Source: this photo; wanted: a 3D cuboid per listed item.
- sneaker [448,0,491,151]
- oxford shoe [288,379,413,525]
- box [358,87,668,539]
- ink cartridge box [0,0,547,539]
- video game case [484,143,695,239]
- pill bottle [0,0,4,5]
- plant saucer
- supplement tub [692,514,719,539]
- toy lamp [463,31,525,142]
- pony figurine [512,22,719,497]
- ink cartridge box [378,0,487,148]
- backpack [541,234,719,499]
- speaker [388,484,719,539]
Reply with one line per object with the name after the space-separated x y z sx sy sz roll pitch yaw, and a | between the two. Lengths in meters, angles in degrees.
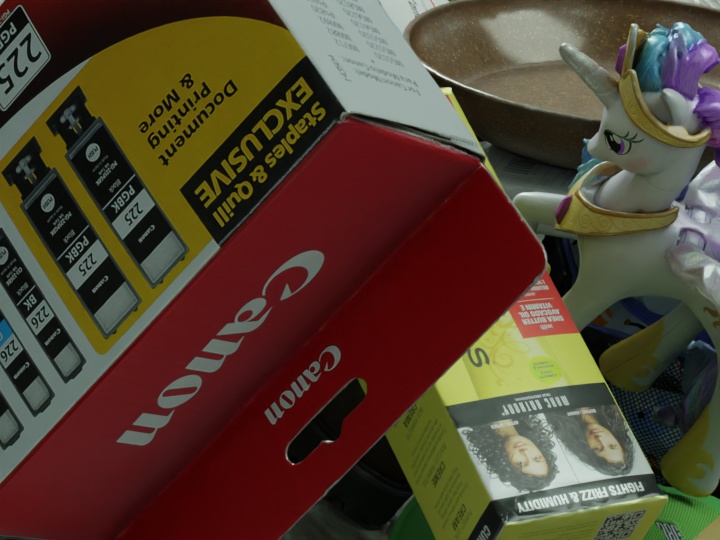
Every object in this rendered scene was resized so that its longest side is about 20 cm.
0.059 -0.125 1.630 0.201 0.073 0.114 59 15 -10 | sneaker
-0.032 0.001 1.200 0.200 0.084 0.073 44 22 3 | oxford shoe
0.036 0.023 1.117 0.075 0.050 0.200 -6 53 -27 | box
-0.065 -0.006 0.976 0.084 0.200 0.176 13 36 -54 | ink cartridge box
0.156 -0.046 1.333 0.182 0.023 0.200 10 21 15 | video game case
-0.110 -0.061 1.128 0.200 0.112 0.112 53 22 20 | pill bottle
0.117 -0.080 1.331 0.200 0.037 0.200 4 20 -2 | plant saucer
0.155 0.162 1.075 0.145 0.200 0.145 38 21 -17 | supplement tub
-0.006 -0.092 1.381 0.200 0.058 0.058 8 37 -29 | toy lamp
0.141 0.000 1.165 0.193 0.200 0.167 21 46 -4 | pony figurine
-0.003 -0.109 1.485 0.200 0.068 0.117 30 24 -34 | ink cartridge box
0.170 0.043 1.368 0.190 0.154 0.200 25 25 -11 | backpack
0.094 0.124 1.200 0.200 0.088 0.088 13 37 -55 | speaker
